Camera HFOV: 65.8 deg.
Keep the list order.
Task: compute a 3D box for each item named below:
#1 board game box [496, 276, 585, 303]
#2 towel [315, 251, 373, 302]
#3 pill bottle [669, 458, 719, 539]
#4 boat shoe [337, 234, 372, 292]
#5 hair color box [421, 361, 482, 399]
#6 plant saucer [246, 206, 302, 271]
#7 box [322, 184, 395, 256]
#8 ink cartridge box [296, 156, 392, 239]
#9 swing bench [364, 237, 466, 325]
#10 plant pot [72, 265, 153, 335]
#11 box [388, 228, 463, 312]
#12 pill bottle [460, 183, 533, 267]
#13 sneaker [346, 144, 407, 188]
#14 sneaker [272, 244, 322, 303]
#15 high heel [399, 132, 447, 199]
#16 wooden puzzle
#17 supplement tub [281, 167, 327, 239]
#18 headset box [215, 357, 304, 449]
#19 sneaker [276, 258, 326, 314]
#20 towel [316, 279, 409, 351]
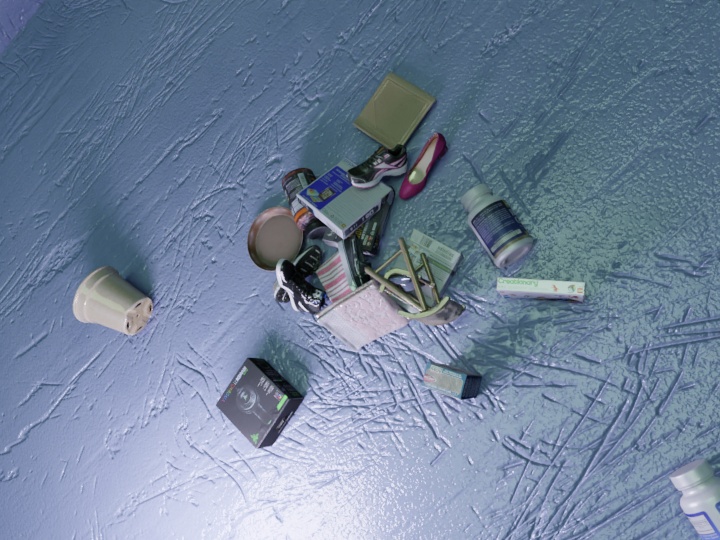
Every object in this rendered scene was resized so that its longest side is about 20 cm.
[{"bbox_3d":[0.435,0.048,1.339,0.197,0.126,0.035,3,80,23],"label":"board game box"},{"bbox_3d":[-0.041,0.025,1.576,0.146,0.030,0.201,-38,55,11],"label":"towel"},{"bbox_3d":[0.730,0.496,1.131,0.111,0.112,0.202,-33,68,13],"label":"pill bottle"},{"bbox_3d":[0.000,0.000,1.492,0.067,0.072,0.203,-25,68,19],"label":"boat shoe"},{"bbox_3d":[0.223,0.266,1.341,0.099,0.200,0.061,14,84,24],"label":"hair color box"},{"bbox_3d":[-0.258,-0.094,1.711,0.197,0.032,0.204,-5,76,22],"label":"plant saucer"},{"bbox_3d":[-0.003,-0.155,1.592,0.156,0.048,0.203,14,76,23],"label":"box"},{"bbox_3d":[-0.044,-0.208,1.563,0.199,0.044,0.198,-40,61,-19],"label":"ink cartridge box"},{"bbox_3d":[0.141,0.050,1.379,0.129,0.199,0.201,-40,67,10],"label":"swing bench"},{"bbox_3d":[-0.792,0.115,1.818,0.181,0.200,0.203,24,89,13],"label":"plant pot"},{"bbox_3d":[0.163,0.011,1.508,0.155,0.041,0.202,30,91,25],"label":"box"},{"bbox_3d":[0.342,-0.119,1.421,0.110,0.111,0.202,-34,69,12],"label":"pill bottle"},{"bbox_3d":[0.047,-0.301,1.545,0.198,0.087,0.080,-27,52,-27],"label":"sneaker"},{"bbox_3d":[-0.193,-0.001,1.639,0.200,0.074,0.080,-48,41,9],"label":"sneaker"},{"bbox_3d":[0.166,-0.288,1.537,0.200,0.096,0.067,-46,67,8],"label":"high heel"},{"bbox_3d":[0.099,-0.464,1.639,0.184,0.037,0.201,38,91,25],"label":"wooden puzzle"},{"bbox_3d":[-0.156,-0.195,1.649,0.106,0.107,0.202,-28,71,15],"label":"supplement tub"},{"bbox_3d":[-0.283,0.380,1.589,0.199,0.093,0.175,38,95,24],"label":"headset box"},{"bbox_3d":[-0.154,0.044,1.558,0.110,0.201,0.074,8,52,25],"label":"sneaker"},{"bbox_3d":[0.009,0.125,1.466,0.189,0.200,0.033,-30,45,15],"label":"towel"}]
